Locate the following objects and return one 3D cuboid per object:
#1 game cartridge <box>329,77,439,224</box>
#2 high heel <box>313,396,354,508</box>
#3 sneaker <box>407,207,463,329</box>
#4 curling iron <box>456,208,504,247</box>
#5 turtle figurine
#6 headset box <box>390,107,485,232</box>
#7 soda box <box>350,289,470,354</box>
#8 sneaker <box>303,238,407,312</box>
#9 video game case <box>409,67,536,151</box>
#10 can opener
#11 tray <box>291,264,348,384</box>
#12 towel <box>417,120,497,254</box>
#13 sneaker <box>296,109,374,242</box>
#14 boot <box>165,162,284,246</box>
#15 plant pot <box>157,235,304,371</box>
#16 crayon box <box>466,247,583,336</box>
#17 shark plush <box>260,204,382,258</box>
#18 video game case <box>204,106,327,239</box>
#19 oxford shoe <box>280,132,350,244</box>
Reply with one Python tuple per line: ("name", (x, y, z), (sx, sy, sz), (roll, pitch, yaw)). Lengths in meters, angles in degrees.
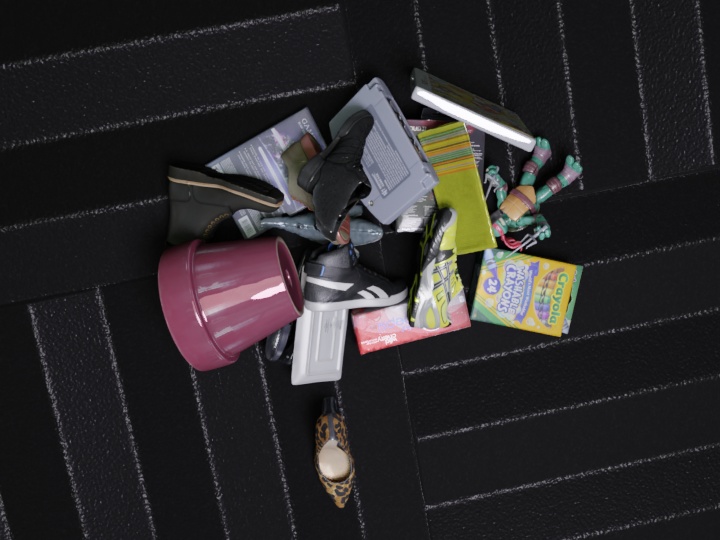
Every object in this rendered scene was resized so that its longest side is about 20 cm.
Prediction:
("game cartridge", (0.030, -0.185, 1.022), (0.133, 0.040, 0.203), (-35, 74, 30))
("high heel", (-0.045, 0.329, 1.077), (0.070, 0.143, 0.205), (-7, 97, -3))
("sneaker", (0.128, -0.002, 1.021), (0.075, 0.076, 0.204), (10, 111, -6))
("curling iron", (0.172, -0.038, 1.052), (0.049, 0.026, 0.201), (36, 133, -2))
("turtle figurine", (0.268, -0.120, 1.067), (0.149, 0.101, 0.200), (42, 84, 9))
("headset box", (0.127, -0.166, 1.064), (0.145, 0.075, 0.205), (0, 97, -5))
("soda box", (0.084, 0.082, 1.097), (0.195, 0.063, 0.072), (-13, 97, -2))
("sneaker", (0.000, 0.000, 1.041), (0.197, 0.073, 0.115), (-7, 104, -35))
("video game case", (0.170, -0.258, 1.005), (0.196, 0.183, 0.023), (23, 115, -7))
("can opener", (-0.102, 0.063, 1.084), (0.062, 0.079, 0.204), (22, 86, 1))
("tray", (-0.060, 0.093, 1.082), (0.106, 0.022, 0.205), (1, 98, -40))
("towel", (0.151, -0.126, 0.998), (0.085, 0.018, 0.204), (-9, 102, 41))
("sneaker", (-0.017, -0.146, 0.955), (0.103, 0.060, 0.200), (36, 69, 16))
("boot", (-0.224, -0.086, 1.040), (0.196, 0.077, 0.141), (16, 108, 16))
("plant pot", (-0.190, 0.034, 0.994), (0.175, 0.200, 0.204), (-18, 98, 5))
("crayon box", (0.292, 0.037, 1.113), (0.195, 0.052, 0.129), (11, 96, -6))
("shark plush", (-0.062, -0.081, 1.053), (0.196, 0.083, 0.093), (18, 95, -9))
("video game case", (-0.141, -0.161, 1.074), (0.197, 0.019, 0.145), (-29, 98, -1))
("oxford shoe", (-0.072, -0.119, 1.019), (0.073, 0.071, 0.203), (-27, 63, 14))
